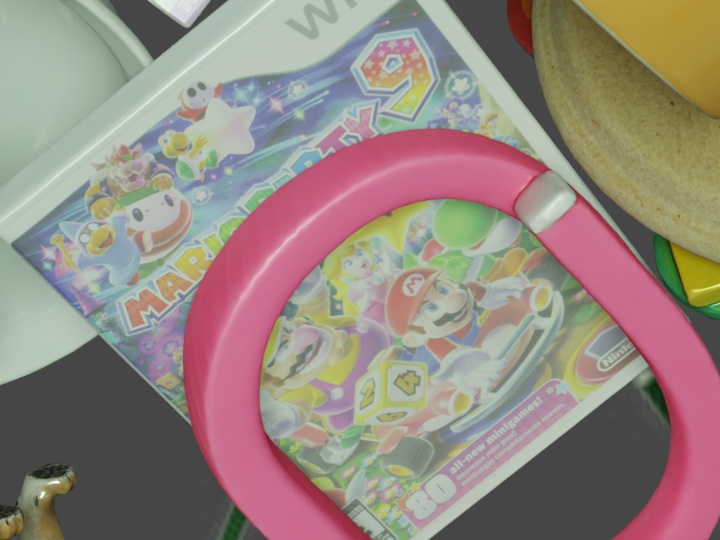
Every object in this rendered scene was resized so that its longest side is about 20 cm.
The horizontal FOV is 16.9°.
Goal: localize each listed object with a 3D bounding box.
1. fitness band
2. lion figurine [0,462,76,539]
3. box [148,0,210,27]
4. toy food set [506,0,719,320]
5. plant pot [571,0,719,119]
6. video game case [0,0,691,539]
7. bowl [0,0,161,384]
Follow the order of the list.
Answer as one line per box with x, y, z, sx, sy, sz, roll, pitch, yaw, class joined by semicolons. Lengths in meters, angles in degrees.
0.034;0.045;0.756;0.144;0.037;0.200;-41;123;4;fitness band
-0.148;0.130;0.803;0.200;0.072;0.123;2;107;16;lion figurine
-0.007;-0.162;0.707;0.039;0.041;0.200;36;94;-10;box
0.145;-0.086;0.746;0.198;0.049;0.200;-18;64;9;toy food set
0.117;-0.148;0.659;0.200;0.200;0.183;42;101;-1;plant pot
0.000;0.000;0.752;0.143;0.018;0.200;-38;126;4;video game case
-0.156;-0.055;0.752;0.201;0.090;0.201;-6;137;-6;bowl
